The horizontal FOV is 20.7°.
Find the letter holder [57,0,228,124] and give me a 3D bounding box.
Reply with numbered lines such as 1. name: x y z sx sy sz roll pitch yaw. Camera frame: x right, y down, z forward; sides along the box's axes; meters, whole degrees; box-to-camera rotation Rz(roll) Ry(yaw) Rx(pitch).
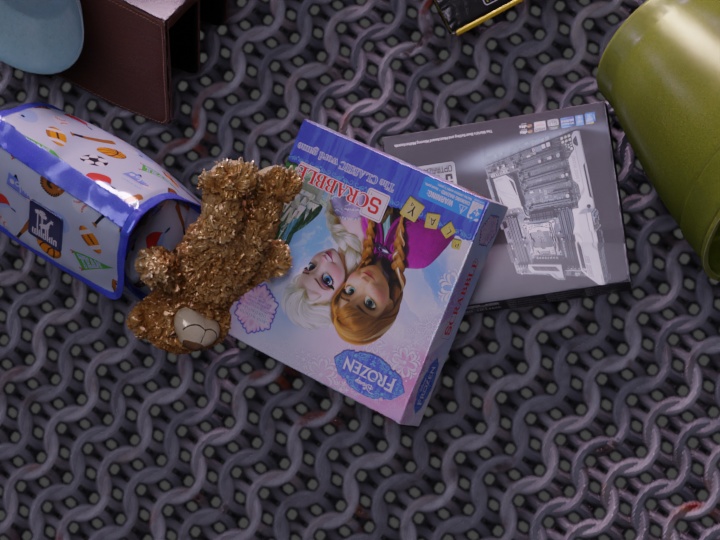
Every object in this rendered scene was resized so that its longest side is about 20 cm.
1. letter holder: -0.227 -0.240 1.780 0.199 0.143 0.101 27 53 17

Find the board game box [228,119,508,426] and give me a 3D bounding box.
1. board game box: 0.000 0.000 1.672 0.199 0.041 0.201 24 96 29

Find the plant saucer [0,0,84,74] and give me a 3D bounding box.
1. plant saucer: -0.310 -0.262 1.709 0.200 0.202 0.039 30 57 14

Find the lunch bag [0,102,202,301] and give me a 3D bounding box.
1. lunch bag: -0.230 -0.057 1.685 0.169 0.200 0.124 32 86 13

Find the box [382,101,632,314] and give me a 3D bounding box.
1. box: 0.126 -0.049 1.695 0.198 0.050 0.160 -8 79 9

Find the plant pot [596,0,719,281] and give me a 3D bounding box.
1. plant pot: 0.301 -0.132 1.620 0.200 0.200 0.193 -39 63 1

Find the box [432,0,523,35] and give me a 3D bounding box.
1. box: 0.104 -0.330 1.716 0.159 0.049 0.201 -27 98 3

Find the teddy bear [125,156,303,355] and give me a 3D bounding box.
1. teddy bear: -0.117 -0.008 1.636 0.200 0.145 0.067 -51 60 9
